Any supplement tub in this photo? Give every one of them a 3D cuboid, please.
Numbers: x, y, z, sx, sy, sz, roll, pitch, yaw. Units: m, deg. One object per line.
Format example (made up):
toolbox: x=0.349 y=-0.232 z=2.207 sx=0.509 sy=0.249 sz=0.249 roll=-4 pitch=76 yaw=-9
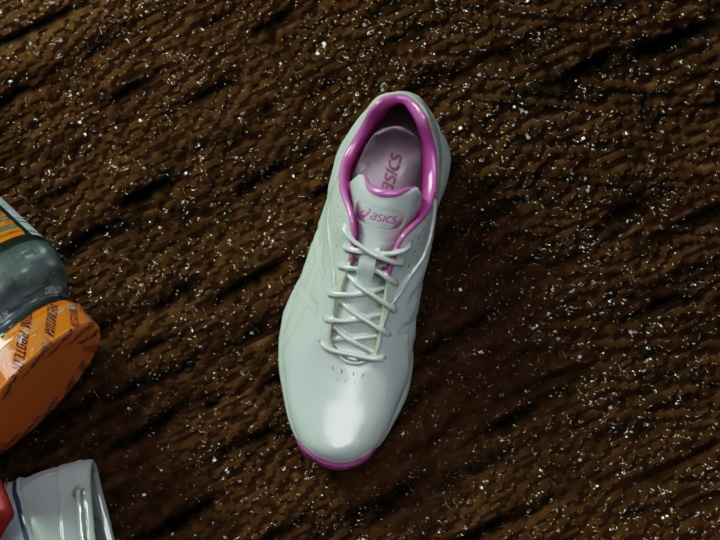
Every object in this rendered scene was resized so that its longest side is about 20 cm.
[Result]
supplement tub: x=-0.234 y=-0.003 z=0.887 sx=0.200 sy=0.123 sz=0.123 roll=43 pitch=79 yaw=11

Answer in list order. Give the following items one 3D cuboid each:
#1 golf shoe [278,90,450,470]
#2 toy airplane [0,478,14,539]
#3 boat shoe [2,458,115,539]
golf shoe: x=0.000 y=0.000 z=0.900 sx=0.075 sy=0.092 sz=0.201 roll=10 pitch=77 yaw=2
toy airplane: x=-0.266 y=0.162 z=0.812 sx=0.199 sy=0.141 sz=0.200 roll=12 pitch=80 yaw=33
boat shoe: x=-0.123 y=0.189 z=0.864 sx=0.065 sy=0.072 sz=0.201 roll=-23 pitch=68 yaw=-1
